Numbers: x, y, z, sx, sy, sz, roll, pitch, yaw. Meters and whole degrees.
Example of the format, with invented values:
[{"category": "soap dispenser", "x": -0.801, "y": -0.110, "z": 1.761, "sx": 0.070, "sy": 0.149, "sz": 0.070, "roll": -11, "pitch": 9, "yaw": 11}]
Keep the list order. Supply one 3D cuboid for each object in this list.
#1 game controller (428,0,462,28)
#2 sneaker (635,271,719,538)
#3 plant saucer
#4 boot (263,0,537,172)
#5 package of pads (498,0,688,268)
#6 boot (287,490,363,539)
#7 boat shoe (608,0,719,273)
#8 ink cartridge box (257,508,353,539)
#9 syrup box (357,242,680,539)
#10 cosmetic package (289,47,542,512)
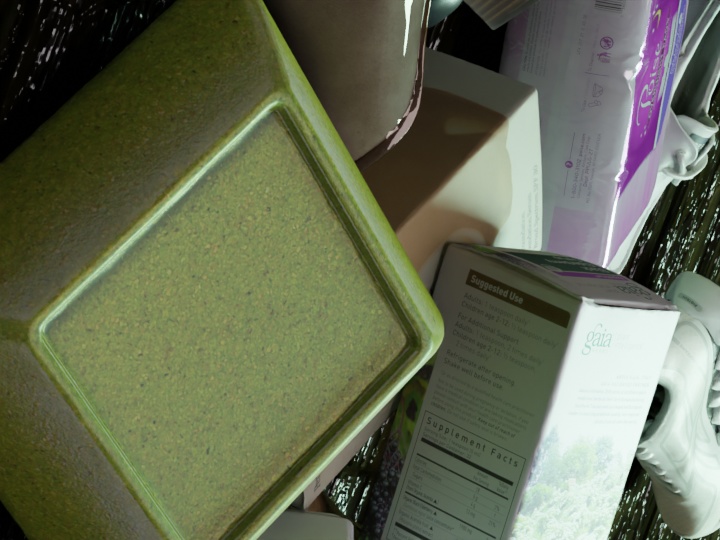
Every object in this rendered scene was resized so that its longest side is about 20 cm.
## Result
[{"category": "game controller", "x": 0.075, "y": -0.191, "z": 1.129, "sx": 0.200, "sy": 0.042, "sz": 0.104, "roll": -55, "pitch": -167, "yaw": -22}, {"category": "sneaker", "x": 0.187, "y": 0.094, "z": 1.548, "sx": 0.081, "sy": 0.075, "sz": 0.200, "roll": -34, "pitch": 137, "yaw": -27}, {"category": "plant saucer", "x": -0.058, "y": 0.021, "z": 0.966, "sx": 0.200, "sy": 0.048, "sz": 0.200, "roll": -45, "pitch": 126, "yaw": -21}, {"category": "boot", "x": -0.018, "y": -0.122, "z": 1.008, "sx": 0.200, "sy": 0.070, "sz": 0.146, "roll": -40, "pitch": 129, "yaw": 6}, {"category": "package of pads", "x": 0.112, "y": -0.103, "z": 1.235, "sx": 0.121, "sy": 0.076, "sz": 0.200, "roll": -54, "pitch": 155, "yaw": -59}, {"category": "boot", "x": -0.002, "y": 0.133, "z": 1.193, "sx": 0.200, "sy": 0.075, "sz": 0.074, "roll": 65, "pitch": 17, "yaw": -60}, {"category": "boat shoe", "x": 0.158, "y": -0.078, "z": 1.363, "sx": 0.074, "sy": 0.065, "sz": 0.200, "roll": -11, "pitch": 118, "yaw": -59}, {"category": "ink cartridge box", "x": -0.052, "y": 0.213, "z": 1.048, "sx": 0.200, "sy": 0.084, "sz": 0.145, "roll": -90, "pitch": -169, "yaw": -53}, {"category": "syrup box", "x": 0.063, "y": 0.093, "z": 1.131, "sx": 0.079, "sy": 0.081, "sz": 0.200, "roll": 4, "pitch": 105, "yaw": -51}, {"category": "cosmetic package", "x": 0.000, "y": 0.000, "z": 1.128, "sx": 0.200, "sy": 0.071, "sz": 0.105, "roll": -47, "pitch": 147, "yaw": -35}]
